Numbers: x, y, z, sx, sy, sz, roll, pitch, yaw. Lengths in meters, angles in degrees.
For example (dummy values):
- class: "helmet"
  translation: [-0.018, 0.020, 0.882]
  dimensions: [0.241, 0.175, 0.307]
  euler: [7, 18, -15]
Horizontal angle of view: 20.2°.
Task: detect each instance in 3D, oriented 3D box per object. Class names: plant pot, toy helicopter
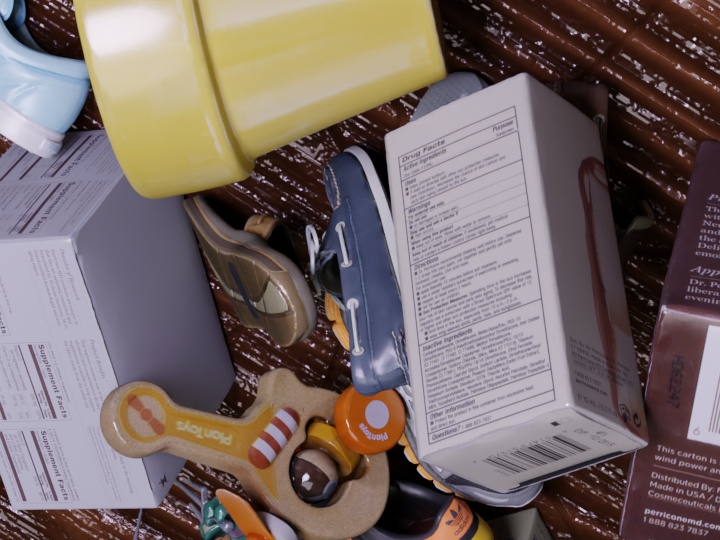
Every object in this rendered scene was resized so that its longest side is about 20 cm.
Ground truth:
- class: "plant pot"
  translation: [-0.053, -0.156, 1.155]
  dimensions: [0.187, 0.201, 0.202]
  euler: [-11, 117, 6]
- class: "toy helicopter"
  translation: [-0.072, 0.122, 1.264]
  dimensions: [0.199, 0.133, 0.079]
  euler: [18, 160, -25]

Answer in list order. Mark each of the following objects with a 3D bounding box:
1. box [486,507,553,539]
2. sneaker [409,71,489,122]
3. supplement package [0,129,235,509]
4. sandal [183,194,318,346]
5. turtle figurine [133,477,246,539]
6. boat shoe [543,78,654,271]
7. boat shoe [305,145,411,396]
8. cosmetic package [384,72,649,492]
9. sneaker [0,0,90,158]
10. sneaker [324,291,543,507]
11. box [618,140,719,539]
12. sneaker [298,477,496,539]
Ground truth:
- class: "box"
  translation: [0.045, 0.276, 1.370]
  dimensions: [0.175, 0.200, 0.097]
  euler: [-19, 113, 26]
- class: "sneaker"
  translation: [0.074, -0.023, 1.256]
  dimensions: [0.070, 0.080, 0.202]
  euler: [-3, 96, 31]
- class: "supplement package"
  translation: [-0.177, 0.030, 1.318]
  dimensions: [0.110, 0.156, 0.201]
  euler: [-2, 119, 20]
- class: "sandal"
  translation: [-0.059, -0.005, 1.263]
  dimensions: [0.054, 0.200, 0.081]
  euler: [-28, 110, -14]
- class: "turtle figurine"
  translation: [-0.102, 0.218, 1.410]
  dimensions: [0.100, 0.201, 0.150]
  euler: [14, 128, -25]
- class: "boat shoe"
  translation: [0.144, -0.021, 1.237]
  dimensions: [0.074, 0.075, 0.203]
  euler: [-9, 118, 13]
- class: "boat shoe"
  translation: [0.000, 0.000, 1.221]
  dimensions: [0.061, 0.201, 0.075]
  euler: [-20, 137, -1]
- class: "cosmetic package"
  translation: [0.084, 0.008, 1.116]
  dimensions: [0.103, 0.201, 0.087]
  euler: [-21, 150, 32]
- class: "sneaker"
  translation: [-0.256, -0.159, 1.295]
  dimensions: [0.199, 0.074, 0.082]
  euler: [35, 94, 1]
- class: "sneaker"
  translation: [0.057, 0.074, 1.305]
  dimensions: [0.200, 0.078, 0.077]
  euler: [51, 150, -15]
- class: "box"
  translation: [0.253, 0.053, 1.168]
  dimensions: [0.165, 0.200, 0.165]
  euler: [11, 123, 11]
- class: "sneaker"
  translation: [0.007, 0.167, 1.366]
  dimensions: [0.199, 0.070, 0.090]
  euler: [6, 136, 40]
